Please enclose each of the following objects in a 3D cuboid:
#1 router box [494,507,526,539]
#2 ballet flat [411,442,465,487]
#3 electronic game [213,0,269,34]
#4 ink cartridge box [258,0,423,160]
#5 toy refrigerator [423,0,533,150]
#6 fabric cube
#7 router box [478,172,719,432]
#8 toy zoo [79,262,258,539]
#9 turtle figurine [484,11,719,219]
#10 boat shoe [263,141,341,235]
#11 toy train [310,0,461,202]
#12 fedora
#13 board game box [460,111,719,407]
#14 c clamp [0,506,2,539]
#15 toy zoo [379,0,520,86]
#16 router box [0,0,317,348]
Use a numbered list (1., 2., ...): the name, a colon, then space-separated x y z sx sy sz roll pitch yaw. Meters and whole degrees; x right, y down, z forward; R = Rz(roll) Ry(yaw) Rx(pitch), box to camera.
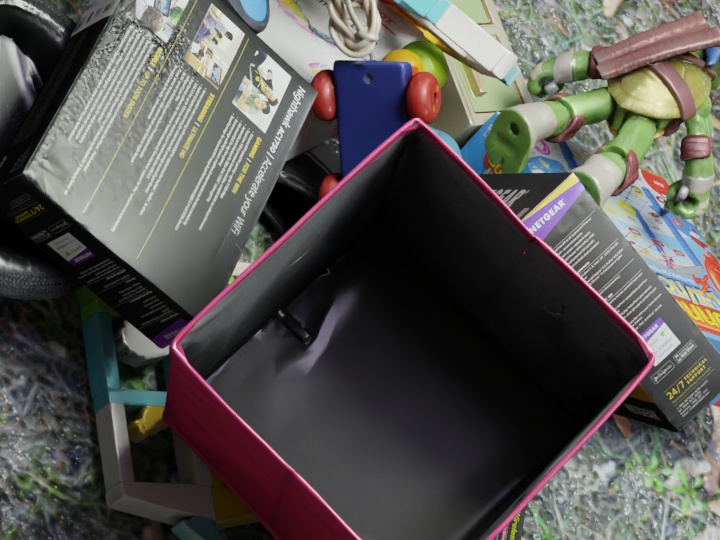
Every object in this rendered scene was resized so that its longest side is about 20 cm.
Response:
1. router box: 0.026 0.175 1.565 0.150 0.062 0.201 32 48 -21
2. ballet flat: 0.071 0.085 1.579 0.064 0.067 0.200 64 36 -32
3. electronic game: -0.107 -0.244 1.565 0.200 0.041 0.201 -23 90 -79
4. ink cartridge box: -0.041 -0.152 1.668 0.116 0.068 0.200 38 40 20
5. toy refrigerator: 0.056 -0.186 1.799 0.076 0.070 0.201 -6 70 -43
6. fabric cube: 0.020 0.071 1.403 0.196 0.199 0.200 -43 83 -16
7. router box: 0.130 0.015 1.480 0.052 0.200 0.157 -41 99 -8
8. toy zoo: -0.108 0.084 1.524 0.131 0.020 0.201 7 62 -38
9. turtle figurine: 0.172 -0.085 1.706 0.194 0.200 0.144 -30 99 -42
10. boat shoe: 0.000 0.000 1.641 0.200 0.070 0.066 53 43 0
11. toy train: 0.024 -0.128 1.598 0.116 0.084 0.201 -40 130 -61
12. fedora: -0.228 -0.070 1.468 0.200 0.091 0.202 15 64 -35
13. board game box: 0.184 -0.006 1.748 0.199 0.056 0.196 17 34 -42
14. c clamp: -0.275 0.156 1.351 0.200 0.027 0.171 -22 76 -44
15. toy zoo: 0.031 -0.187 1.646 0.200 0.131 0.020 37 91 -22
16. router box: -0.122 -0.077 1.461 0.149 0.051 0.201 42 51 -23
